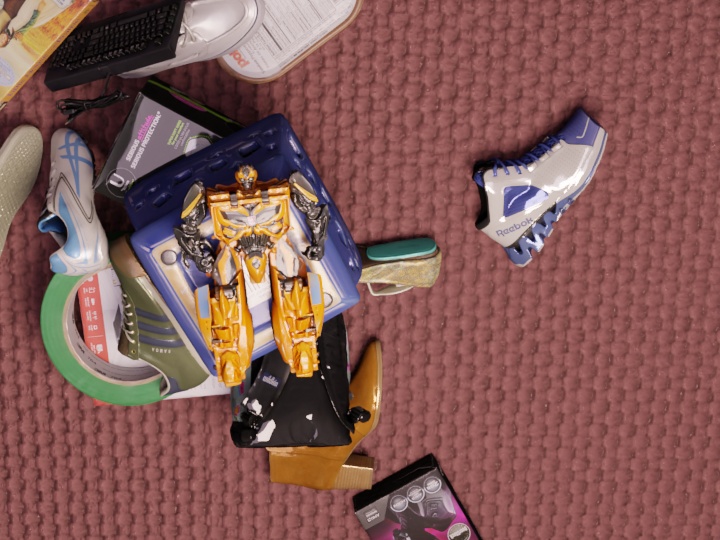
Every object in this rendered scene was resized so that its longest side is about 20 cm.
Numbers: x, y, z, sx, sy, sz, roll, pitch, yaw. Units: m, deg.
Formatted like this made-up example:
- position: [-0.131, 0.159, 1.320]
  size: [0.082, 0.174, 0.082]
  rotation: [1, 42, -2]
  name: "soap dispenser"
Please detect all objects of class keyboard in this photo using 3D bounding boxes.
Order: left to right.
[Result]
- position: [-0.276, -0.228, 1.299]
  size: [0.199, 0.021, 0.128]
  rotation: [-8, 65, 35]
  name: "keyboard"

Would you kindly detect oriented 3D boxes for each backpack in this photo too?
- position: [-0.087, 0.106, 1.399]
  size: [0.166, 0.126, 0.202]
  rotation: [4, 79, -32]
  name: "backpack"

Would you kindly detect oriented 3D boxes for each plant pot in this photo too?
- position: [-0.115, -0.020, 1.215]
  size: [0.199, 0.180, 0.201]
  rotation: [-28, 109, 2]
  name: "plant pot"

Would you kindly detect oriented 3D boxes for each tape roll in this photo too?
- position: [-0.270, 0.056, 1.394]
  size: [0.198, 0.048, 0.202]
  rotation: [-1, 105, -3]
  name: "tape roll"

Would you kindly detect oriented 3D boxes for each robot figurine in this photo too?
- position: [-0.094, 0.002, 1.098]
  size: [0.144, 0.058, 0.202]
  rotation: [-8, 109, -6]
  name: "robot figurine"

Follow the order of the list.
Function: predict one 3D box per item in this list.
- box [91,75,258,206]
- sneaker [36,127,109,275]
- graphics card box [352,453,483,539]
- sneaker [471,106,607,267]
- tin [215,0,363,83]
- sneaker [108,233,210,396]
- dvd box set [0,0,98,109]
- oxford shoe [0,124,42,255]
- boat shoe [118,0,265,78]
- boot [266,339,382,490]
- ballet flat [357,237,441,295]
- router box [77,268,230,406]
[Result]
- position: [-0.182, -0.113, 1.352]
  size: [0.199, 0.149, 0.125]
  rotation: [28, 102, -12]
  name: "box"
- position: [-0.331, -0.083, 1.338]
  size: [0.072, 0.201, 0.072]
  rotation: [-4, 144, -22]
  name: "sneaker"
- position: [0.090, 0.353, 1.548]
  size: [0.125, 0.051, 0.201]
  rotation: [-28, 104, 5]
  name: "graphics card box"
- position: [0.198, -0.112, 1.412]
  size: [0.115, 0.081, 0.200]
  rotation: [29, 103, -13]
  name: "sneaker"
- position: [-0.085, -0.298, 1.368]
  size: [0.199, 0.042, 0.112]
  rotation: [-36, 100, 6]
  name: "tin"
- position: [-0.239, 0.061, 1.329]
  size: [0.089, 0.067, 0.201]
  rotation: [-31, 117, 4]
  name: "sneaker"
- position: [-0.415, -0.284, 1.343]
  size: [0.200, 0.029, 0.146]
  rotation: [-44, 93, 9]
  name: "dvd box set"
- position: [-0.434, -0.083, 1.392]
  size: [0.058, 0.075, 0.201]
  rotation: [32, 102, 26]
  name: "oxford shoe"
- position: [-0.200, -0.261, 1.328]
  size: [0.199, 0.065, 0.074]
  rotation: [-23, 95, 19]
  name: "boat shoe"
- position: [-0.047, 0.178, 1.484]
  size: [0.143, 0.071, 0.203]
  rotation: [7, 100, 1]
  name: "boot"
- position: [0.000, 0.000, 1.441]
  size: [0.198, 0.071, 0.071]
  rotation: [-2, 105, -3]
  name: "ballet flat"
- position: [-0.245, 0.055, 1.446]
  size: [0.178, 0.049, 0.202]
  rotation: [-5, 105, -2]
  name: "router box"
